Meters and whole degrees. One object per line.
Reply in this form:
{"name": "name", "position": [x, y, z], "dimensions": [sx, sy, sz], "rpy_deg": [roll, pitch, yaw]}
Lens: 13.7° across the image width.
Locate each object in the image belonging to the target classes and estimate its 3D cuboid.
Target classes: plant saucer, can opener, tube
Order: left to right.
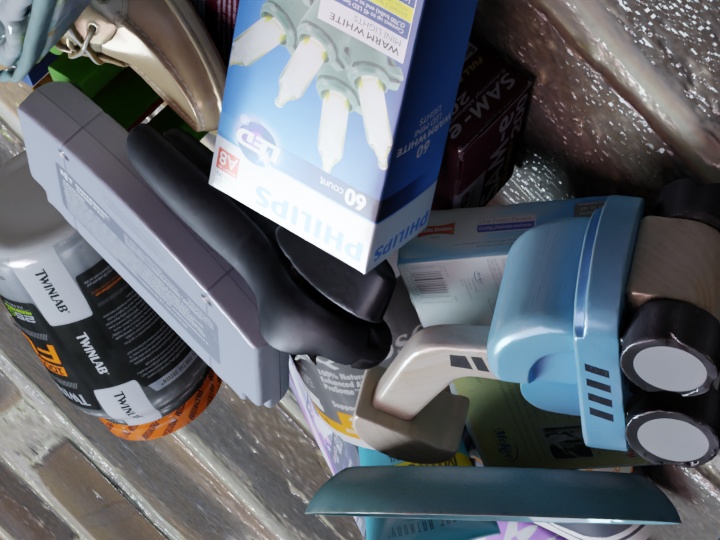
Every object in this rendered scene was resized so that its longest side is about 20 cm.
{"name": "can opener", "position": [-0.051, -0.017, 1.562], "dimensions": [0.200, 0.079, 0.063], "rpy_deg": [40, -169, 37]}
{"name": "tube", "position": [0.028, 0.097, 1.756], "dimensions": [0.200, 0.077, 0.050], "rpy_deg": [-103, -9, -49]}
{"name": "plant saucer", "position": [0.070, 0.119, 1.583], "dimensions": [0.199, 0.028, 0.200], "rpy_deg": [2, 174, 0]}

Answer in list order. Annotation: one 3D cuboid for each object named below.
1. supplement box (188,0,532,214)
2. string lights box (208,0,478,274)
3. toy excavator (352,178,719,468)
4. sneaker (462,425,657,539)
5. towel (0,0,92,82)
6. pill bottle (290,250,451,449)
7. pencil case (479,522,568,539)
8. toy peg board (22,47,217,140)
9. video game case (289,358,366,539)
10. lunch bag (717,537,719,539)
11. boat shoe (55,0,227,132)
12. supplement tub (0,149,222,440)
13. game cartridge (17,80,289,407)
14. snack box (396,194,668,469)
{"name": "supplement box", "position": [-0.008, -0.115, 1.558], "dimensions": [0.200, 0.061, 0.109], "rpy_deg": [40, 159, 14]}
{"name": "string lights box", "position": [-0.005, -0.110, 1.447], "dimensions": [0.103, 0.059, 0.201], "rpy_deg": [29, 131, 22]}
{"name": "toy excavator", "position": [0.089, 0.035, 1.488], "dimensions": [0.199, 0.100, 0.195], "rpy_deg": [8, 145, 13]}
{"name": "sneaker", "position": [0.086, 0.106, 1.785], "dimensions": [0.199, 0.079, 0.079], "rpy_deg": [10, 147, 40]}
{"name": "towel", "position": [-0.119, -0.185, 1.476], "dimensions": [0.048, 0.171, 0.200], "rpy_deg": [43, 159, -3]}
{"name": "pill bottle", "position": [0.000, 0.000, 1.686], "dimensions": [0.116, 0.116, 0.200], "rpy_deg": [27, 154, 38]}
{"name": "pencil case", "position": [0.113, 0.192, 1.885], "dimensions": [0.200, 0.086, 0.084], "rpy_deg": [24, 150, 42]}
{"name": "toy peg board", "position": [-0.174, -0.148, 1.759], "dimensions": [0.199, 0.098, 0.200], "rpy_deg": [30, 155, 34]}
{"name": "video game case", "position": [-0.030, 0.064, 1.884], "dimensions": [0.200, 0.019, 0.143], "rpy_deg": [62, 170, 15]}
{"name": "lunch bag", "position": [0.269, 0.169, 1.485], "dimensions": [0.170, 0.127, 0.200], "rpy_deg": [43, 150, 4]}
{"name": "boat shoe", "position": [-0.141, -0.140, 1.597], "dimensions": [0.200, 0.065, 0.072], "rpy_deg": [49, 162, 18]}
{"name": "supplement tub", "position": [-0.175, 0.016, 2.041], "dimensions": [0.122, 0.123, 0.200], "rpy_deg": [23, 150, 45]}
{"name": "game cartridge", "position": [-0.113, -0.017, 1.677], "dimensions": [0.200, 0.040, 0.133], "rpy_deg": [45, 168, 14]}
{"name": "snack box", "position": [0.101, 0.039, 1.587], "dimensions": [0.116, 0.037, 0.200], "rpy_deg": [-5, 142, 16]}
